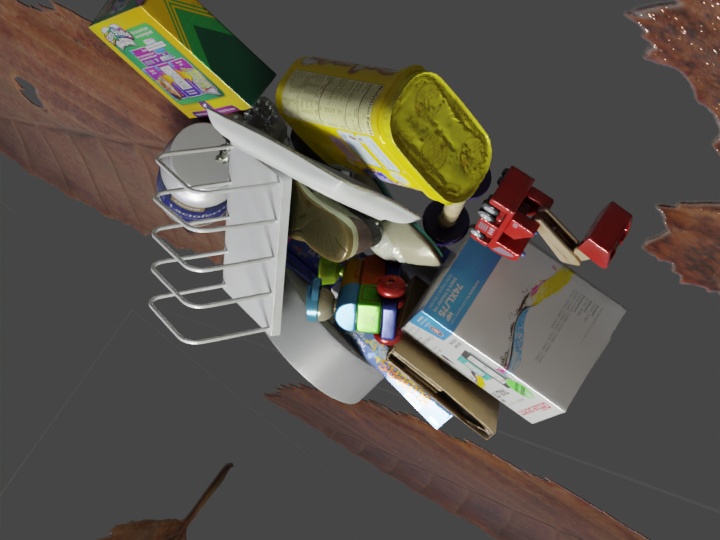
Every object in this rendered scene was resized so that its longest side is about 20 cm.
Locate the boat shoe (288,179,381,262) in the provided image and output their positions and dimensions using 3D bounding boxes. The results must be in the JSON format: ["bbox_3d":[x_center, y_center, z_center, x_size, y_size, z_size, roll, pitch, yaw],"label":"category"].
[{"bbox_3d":[-0.047,-0.068,1.562,0.066,0.072,0.201,-4,-153,-34],"label":"boat shoe"}]

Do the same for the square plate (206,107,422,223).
[{"bbox_3d":[-0.051,-0.107,1.457,0.197,0.029,0.200,29,-176,28],"label":"square plate"}]

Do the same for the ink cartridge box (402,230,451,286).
[{"bbox_3d":[0.142,0.027,1.732,0.199,0.041,0.200,37,168,0],"label":"ink cartridge box"}]

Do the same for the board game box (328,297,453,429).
[{"bbox_3d":[0.053,0.092,1.670,0.200,0.034,0.135,46,-154,0],"label":"board game box"}]

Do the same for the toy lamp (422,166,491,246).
[{"bbox_3d":[0.104,-0.073,1.485,0.058,0.058,0.200,33,163,4],"label":"toy lamp"}]

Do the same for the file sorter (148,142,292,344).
[{"bbox_3d":[-0.171,-0.034,1.568,0.139,0.124,0.202,38,129,49],"label":"file sorter"}]

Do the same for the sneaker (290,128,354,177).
[{"bbox_3d":[-0.041,-0.098,1.645,0.066,0.091,0.200,22,161,35],"label":"sneaker"}]

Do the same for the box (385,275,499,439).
[{"bbox_3d":[0.112,0.105,1.668,0.163,0.021,0.200,38,-153,-9],"label":"box"}]

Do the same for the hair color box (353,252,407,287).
[{"bbox_3d":[0.020,0.027,1.876,0.100,0.061,0.200,41,179,-33],"label":"hair color box"}]

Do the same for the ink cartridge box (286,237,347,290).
[{"bbox_3d":[-0.067,-0.054,1.732,0.119,0.042,0.201,39,-156,-18],"label":"ink cartridge box"}]

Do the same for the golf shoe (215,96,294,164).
[{"bbox_3d":[-0.110,-0.165,1.672,0.096,0.079,0.200,18,174,-19],"label":"golf shoe"}]

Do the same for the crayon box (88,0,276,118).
[{"bbox_3d":[-0.214,-0.261,1.576,0.172,0.058,0.200,42,163,-24],"label":"crayon box"}]

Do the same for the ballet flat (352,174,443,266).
[{"bbox_3d":[0.030,-0.050,1.558,0.069,0.069,0.200,46,-175,-39],"label":"ballet flat"}]

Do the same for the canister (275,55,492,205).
[{"bbox_3d":[0.019,-0.149,1.367,0.199,0.087,0.148,20,161,49],"label":"canister"}]

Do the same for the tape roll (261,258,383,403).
[{"bbox_3d":[-0.047,0.072,1.697,0.200,0.066,0.201,43,-166,-13],"label":"tape roll"}]

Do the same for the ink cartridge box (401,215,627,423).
[{"bbox_3d":[0.175,0.058,1.553,0.199,0.147,0.147,34,166,0],"label":"ink cartridge box"}]

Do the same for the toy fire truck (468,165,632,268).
[{"bbox_3d":[0.193,-0.044,1.387,0.140,0.049,0.200,33,165,4],"label":"toy fire truck"}]

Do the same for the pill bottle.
[{"bbox_3d":[-0.228,-0.137,1.884,0.115,0.116,0.200,35,165,-3],"label":"pill bottle"}]

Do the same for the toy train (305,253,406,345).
[{"bbox_3d":[0.000,0.000,1.603,0.115,0.201,0.085,6,126,2],"label":"toy train"}]
